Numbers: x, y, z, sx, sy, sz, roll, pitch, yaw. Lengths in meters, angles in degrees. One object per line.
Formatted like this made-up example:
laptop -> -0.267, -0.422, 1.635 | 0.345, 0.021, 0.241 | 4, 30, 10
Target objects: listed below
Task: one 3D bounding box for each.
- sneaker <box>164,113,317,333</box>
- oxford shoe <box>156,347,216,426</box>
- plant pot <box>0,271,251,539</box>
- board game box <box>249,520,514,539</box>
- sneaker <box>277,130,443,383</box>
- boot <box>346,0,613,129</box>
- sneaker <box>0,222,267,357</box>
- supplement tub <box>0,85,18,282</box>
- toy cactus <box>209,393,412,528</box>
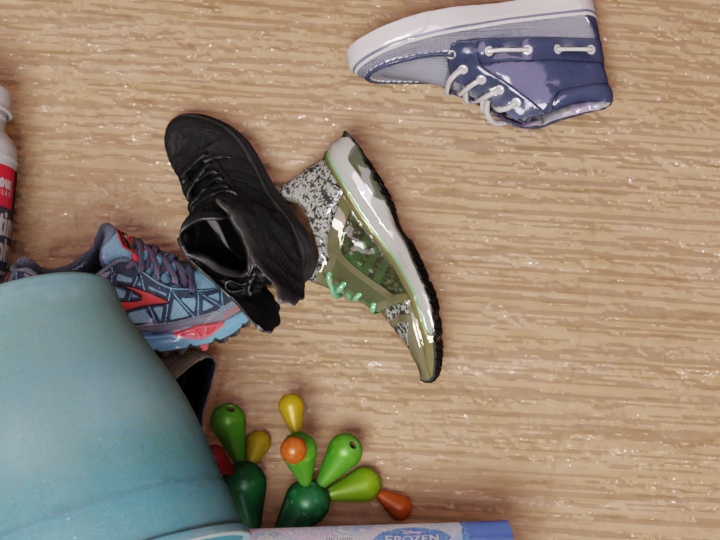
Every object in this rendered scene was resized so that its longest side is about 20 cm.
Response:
sneaker -> -0.098, -0.041, 0.959 | 0.060, 0.104, 0.200 | -46, 73, 22
oxford shoe -> -0.158, 0.143, 0.944 | 0.074, 0.070, 0.201 | -3, 65, 36
plant pot -> -0.191, 0.110, 0.826 | 0.199, 0.200, 0.189 | -19, 75, -4
board game box -> 0.006, 0.270, 0.932 | 0.198, 0.043, 0.201 | -2, 117, -3
sneaker -> 0.000, 0.000, 1.003 | 0.088, 0.077, 0.201 | -26, 80, 7
boot -> 0.094, -0.151, 1.012 | 0.199, 0.073, 0.091 | -12, 79, -4
sneaker -> -0.161, 0.012, 0.954 | 0.199, 0.079, 0.096 | -12, 111, -24
supplement tub -> -0.322, -0.036, 0.952 | 0.139, 0.140, 0.201 | 4, 84, -2
toy cactus -> -0.050, 0.193, 0.971 | 0.200, 0.102, 0.165 | 39, 94, -7
